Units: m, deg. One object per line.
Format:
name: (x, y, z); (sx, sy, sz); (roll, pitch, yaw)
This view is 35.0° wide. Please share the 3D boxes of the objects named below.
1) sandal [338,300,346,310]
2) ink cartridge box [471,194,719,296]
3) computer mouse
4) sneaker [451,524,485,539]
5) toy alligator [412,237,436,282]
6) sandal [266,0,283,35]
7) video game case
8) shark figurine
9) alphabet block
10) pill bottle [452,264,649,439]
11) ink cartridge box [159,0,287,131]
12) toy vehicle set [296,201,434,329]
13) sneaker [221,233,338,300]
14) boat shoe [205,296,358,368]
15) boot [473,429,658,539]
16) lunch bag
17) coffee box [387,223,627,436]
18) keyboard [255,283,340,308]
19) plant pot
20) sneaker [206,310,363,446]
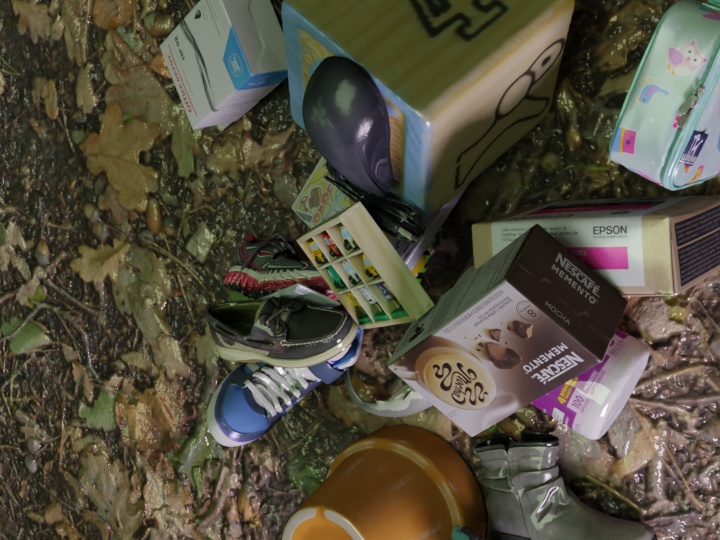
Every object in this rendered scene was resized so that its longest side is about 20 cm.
sandal: (-0.016, -0.041, 1.330); (0.075, 0.048, 0.201); (0, 99, 34)
ink cartridge box: (0.231, -0.025, 1.094); (0.199, 0.165, 0.075); (0, 99, 34)
computer mouse: (-0.010, -0.109, 1.058); (0.138, 0.053, 0.200); (39, 158, 32)
sneaker: (0.154, 0.333, 1.233); (0.091, 0.200, 0.078); (-6, 52, 23)
toy alligator: (0.058, -0.025, 1.283); (0.059, 0.054, 0.201); (43, 114, 50)
sandal: (-0.070, -0.277, 1.315); (0.200, 0.055, 0.082); (29, 128, 35)
video game case: (0.026, -0.098, 1.263); (0.182, 0.023, 0.200); (46, 112, 34)
shark figurine: (0.078, 0.133, 1.287); (0.214, 0.089, 0.128); (-39, 43, 25)
alphabet block: (0.062, -0.203, 1.111); (0.196, 0.200, 0.196); (43, 160, 19)
pill bottle: (0.183, 0.077, 1.169); (0.200, 0.112, 0.113); (31, 115, 20)
ink cartridge box: (-0.168, -0.244, 1.349); (0.200, 0.067, 0.116); (-28, 83, 53)
toy vehicle set: (0.000, 0.000, 1.174); (0.124, 0.026, 0.200); (54, 165, -5)
sneaker: (-0.091, -0.006, 1.348); (0.200, 0.081, 0.075); (5, 72, 48)
boat shoe: (-0.096, 0.063, 1.274); (0.200, 0.072, 0.066); (-4, 131, 38)
boot: (0.211, 0.239, 1.216); (0.199, 0.068, 0.131); (-4, 99, 37)
lunch bag: (0.299, -0.157, 1.000); (0.077, 0.200, 0.161); (33, 114, 23)
coffee box: (0.130, 0.060, 1.045); (0.113, 0.080, 0.200); (40, 140, -8)
keyboard: (-0.087, 0.042, 1.344); (0.200, 0.056, 0.011); (-20, 53, 63)
plant pot: (0.013, 0.296, 1.292); (0.200, 0.183, 0.201); (7, 103, 33)
sneaker: (-0.076, 0.112, 1.304); (0.081, 0.200, 0.146); (53, 135, 0)
